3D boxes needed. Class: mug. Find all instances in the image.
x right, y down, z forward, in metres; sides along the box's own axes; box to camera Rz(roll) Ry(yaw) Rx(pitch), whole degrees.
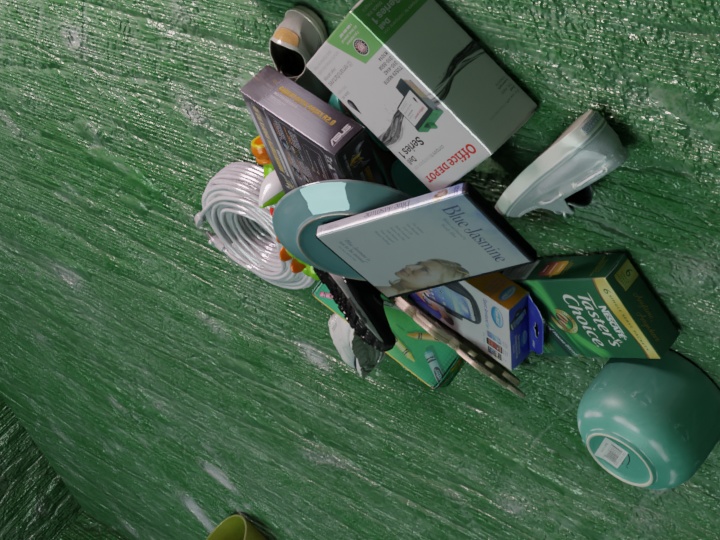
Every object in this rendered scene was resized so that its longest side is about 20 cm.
[{"bbox_3d":[0.330,0.186,1.584,0.152,0.114,0.185,4,135,52],"label":"mug"}]

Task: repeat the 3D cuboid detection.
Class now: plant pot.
[{"bbox_3d":[-0.241,0.678,3.129,0.200,0.187,0.187,36,159,-24],"label":"plant pot"}]

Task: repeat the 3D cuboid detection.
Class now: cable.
[{"bbox_3d":[-0.129,-0.059,1.912,0.200,0.069,0.200,39,154,5],"label":"cable"}]

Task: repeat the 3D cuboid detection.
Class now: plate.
[{"bbox_3d":[-0.003,-0.034,1.561,0.200,0.026,0.200,7,147,5],"label":"plate"}]

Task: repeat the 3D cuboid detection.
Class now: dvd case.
[{"bbox_3d":[0.071,-0.028,1.509,0.200,0.018,0.143,-15,140,34],"label":"dvd case"}]

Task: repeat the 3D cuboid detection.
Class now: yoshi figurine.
[{"bbox_3d":[-0.061,-0.089,1.773,0.112,0.112,0.200,-10,117,10],"label":"yoshi figurine"}]

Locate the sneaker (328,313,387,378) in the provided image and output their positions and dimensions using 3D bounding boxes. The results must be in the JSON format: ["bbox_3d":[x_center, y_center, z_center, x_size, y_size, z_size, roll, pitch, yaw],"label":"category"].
[{"bbox_3d":[-0.011,0.076,1.957,0.080,0.076,0.200,42,155,23],"label":"sneaker"}]

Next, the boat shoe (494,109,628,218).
[{"bbox_3d":[0.201,-0.087,1.396,0.072,0.070,0.201,46,152,1],"label":"boat shoe"}]

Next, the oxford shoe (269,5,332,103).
[{"bbox_3d":[-0.063,-0.213,1.592,0.075,0.058,0.200,26,152,27],"label":"oxford shoe"}]

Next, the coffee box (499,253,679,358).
[{"bbox_3d":[0.247,0.041,1.557,0.123,0.044,0.200,53,153,-20],"label":"coffee box"}]

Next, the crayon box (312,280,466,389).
[{"bbox_3d":[0.042,0.070,1.794,0.200,0.058,0.119,38,-176,11],"label":"crayon box"}]

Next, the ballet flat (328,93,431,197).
[{"bbox_3d":[0.031,-0.126,1.585,0.200,0.067,0.070,53,152,-7],"label":"ballet flat"}]

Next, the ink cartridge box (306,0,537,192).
[{"bbox_3d":[0.061,-0.188,1.421,0.200,0.084,0.146,45,155,-4],"label":"ink cartridge box"}]

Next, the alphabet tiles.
[{"bbox_3d":[0.119,0.087,1.733,0.200,0.015,0.196,33,-175,-45],"label":"alphabet tiles"}]

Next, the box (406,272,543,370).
[{"bbox_3d":[0.129,0.033,1.631,0.200,0.041,0.119,37,154,32],"label":"box"}]

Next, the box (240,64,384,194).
[{"bbox_3d":[-0.043,-0.122,1.578,0.158,0.048,0.200,37,162,32],"label":"box"}]

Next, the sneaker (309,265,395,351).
[{"bbox_3d":[0.000,0.000,1.689,0.200,0.087,0.076,56,168,10],"label":"sneaker"}]
